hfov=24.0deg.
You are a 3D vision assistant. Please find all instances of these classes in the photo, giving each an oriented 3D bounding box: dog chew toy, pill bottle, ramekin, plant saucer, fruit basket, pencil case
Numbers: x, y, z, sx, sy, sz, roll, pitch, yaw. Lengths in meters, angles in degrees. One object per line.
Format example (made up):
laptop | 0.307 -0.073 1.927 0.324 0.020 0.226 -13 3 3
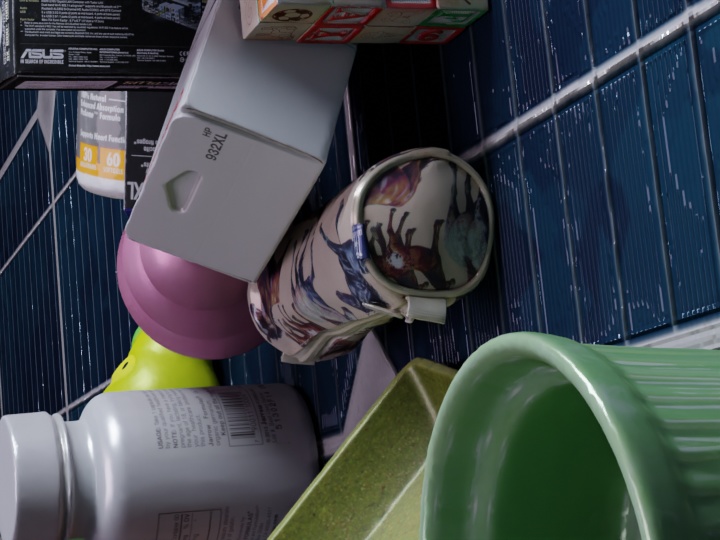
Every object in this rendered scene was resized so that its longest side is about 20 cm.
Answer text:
dog chew toy | -0.097 -0.008 1.081 0.200 0.124 0.125 120 146 -84
pill bottle | -0.137 0.136 1.133 0.114 0.200 0.114 179 90 -70
ramekin | 0.104 0.121 0.633 0.200 0.098 0.200 178 90 -69
pill bottle | -0.155 -0.158 1.276 0.116 0.116 0.200 -149 59 -66
plant saucer | 0.018 0.144 0.823 0.200 0.048 0.200 -51 19 -10
fruit basket | -0.164 0.142 1.311 0.216 0.155 0.216 46 147 42
pencil case | 0.000 0.000 0.927 0.200 0.078 0.090 148 140 -66

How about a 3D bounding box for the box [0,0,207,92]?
box | -0.134 -0.199 1.093 0.086 0.200 0.164 -179 87 -70

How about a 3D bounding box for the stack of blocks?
stack of blocks | -0.007 -0.221 0.875 0.059 0.115 0.200 153 114 -67

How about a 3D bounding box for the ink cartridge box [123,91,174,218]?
ink cartridge box | -0.120 -0.096 1.212 0.037 0.095 0.200 -76 -11 -76

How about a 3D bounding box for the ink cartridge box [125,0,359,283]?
ink cartridge box | -0.054 -0.116 0.955 0.145 0.084 0.200 125 163 -57
